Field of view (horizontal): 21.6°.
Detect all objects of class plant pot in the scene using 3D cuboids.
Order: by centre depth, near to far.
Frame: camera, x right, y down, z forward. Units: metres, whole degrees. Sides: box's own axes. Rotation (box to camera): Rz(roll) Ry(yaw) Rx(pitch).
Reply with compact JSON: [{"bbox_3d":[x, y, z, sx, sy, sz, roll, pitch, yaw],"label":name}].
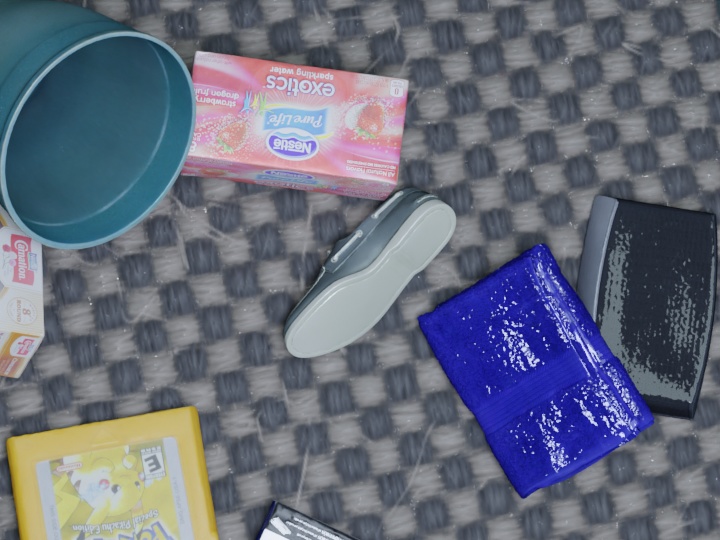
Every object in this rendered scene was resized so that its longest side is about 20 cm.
[{"bbox_3d":[-0.279,-0.148,1.649,0.188,0.200,0.200,34,77,38],"label":"plant pot"}]

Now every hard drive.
[{"bbox_3d":[0.272,0.033,1.777,0.134,0.042,0.201,9,81,-5],"label":"hard drive"}]

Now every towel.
[{"bbox_3d":[0.158,0.093,1.729,0.147,0.050,0.201,-32,83,11],"label":"towel"}]

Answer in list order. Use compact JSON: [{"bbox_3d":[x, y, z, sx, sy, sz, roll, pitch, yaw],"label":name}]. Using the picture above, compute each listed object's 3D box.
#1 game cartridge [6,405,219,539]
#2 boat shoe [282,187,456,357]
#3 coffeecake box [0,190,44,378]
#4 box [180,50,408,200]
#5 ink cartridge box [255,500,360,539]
[{"bbox_3d":[-0.216,0.234,1.686,0.175,0.032,0.201,-10,75,-8],"label":"game cartridge"},{"bbox_3d":[0.000,0.000,1.751,0.200,0.073,0.062,-43,46,-4],"label":"boat shoe"},{"bbox_3d":[-0.379,-0.003,1.626,0.199,0.073,0.154,12,50,-27],"label":"coffeecake box"},{"bbox_3d":[-0.063,-0.131,1.733,0.199,0.095,0.103,8,82,-6],"label":"box"},{"bbox_3d":[-0.008,0.292,1.707,0.199,0.044,0.094,26,82,-3],"label":"ink cartridge box"}]
